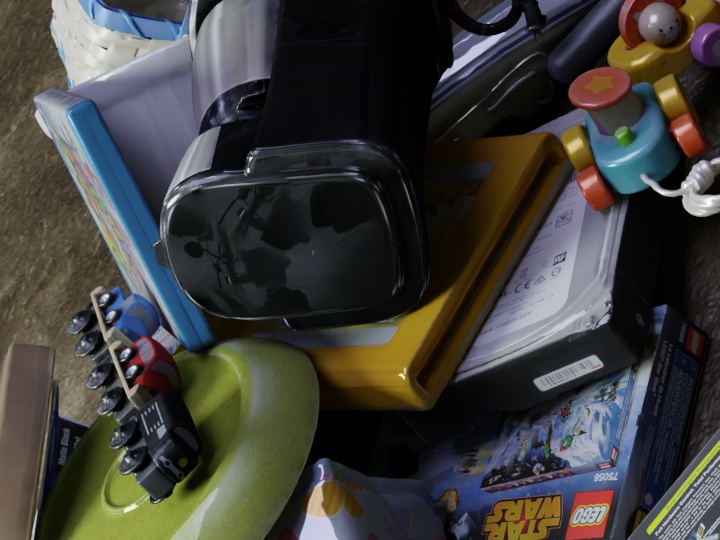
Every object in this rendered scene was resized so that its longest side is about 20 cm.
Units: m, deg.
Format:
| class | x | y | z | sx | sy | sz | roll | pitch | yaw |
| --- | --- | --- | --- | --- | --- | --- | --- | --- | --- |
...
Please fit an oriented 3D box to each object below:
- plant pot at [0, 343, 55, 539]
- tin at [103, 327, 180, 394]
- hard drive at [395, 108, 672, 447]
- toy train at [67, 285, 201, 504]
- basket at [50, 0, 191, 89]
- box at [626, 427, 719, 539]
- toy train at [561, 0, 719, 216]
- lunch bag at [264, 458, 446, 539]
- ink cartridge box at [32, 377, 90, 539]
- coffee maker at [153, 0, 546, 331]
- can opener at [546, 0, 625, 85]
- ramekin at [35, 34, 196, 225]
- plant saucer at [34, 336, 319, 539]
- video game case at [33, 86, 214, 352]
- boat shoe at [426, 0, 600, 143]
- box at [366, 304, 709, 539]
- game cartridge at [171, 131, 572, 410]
| class | x | y | z | sx | sy | sz | roll | pitch | yaw |
| --- | --- | --- | --- | --- | --- | --- | --- | --- | --- |
| plant pot | -0.224 | 0.135 | 1.611 | 0.201 | 0.093 | 0.201 | -172 | 90 | -83 |
| tin | -0.098 | 0.101 | 1.669 | 0.112 | 0.042 | 0.200 | -42 | 38 | 29 |
| hard drive | 0.096 | -0.007 | 1.572 | 0.140 | 0.038 | 0.200 | -24 | 31 | 32 |
| toy train | -0.116 | 0.057 | 1.536 | 0.046 | 0.034 | 0.200 | -41 | 28 | 6 |
| basket | -0.129 | -0.201 | 1.936 | 0.176 | 0.139 | 0.200 | -111 | 30 | -49 |
| box | 0.198 | 0.145 | 1.376 | 0.200 | 0.044 | 0.160 | -52 | 35 | 8 |
| toy train | 0.180 | -0.116 | 1.531 | 0.150 | 0.056 | 0.200 | -2 | 44 | 45 |
| lunch bag | -0.041 | 0.214 | 1.519 | 0.200 | 0.127 | 0.170 | -30 | 63 | 26 |
| ink cartridge box | -0.176 | 0.196 | 1.706 | 0.200 | 0.041 | 0.200 | 106 | 170 | -55 |
| coffee maker | -0.007 | -0.080 | 1.553 | 0.192 | 0.135 | 0.200 | -27 | 33 | 20 |
| can opener | 0.187 | -0.173 | 1.642 | 0.200 | 0.053 | 0.067 | -47 | 4 | 17 |
| ramekin | -0.086 | -0.090 | 1.776 | 0.200 | 0.200 | 0.098 | -21 | 93 | 41 |
| plant saucer | -0.105 | 0.109 | 1.523 | 0.200 | 0.031 | 0.200 | -34 | 32 | 25 |
| video game case | -0.133 | -0.032 | 1.620 | 0.018 | 0.143 | 0.200 | -28 | 10 | -8 |
| boat shoe | 0.081 | -0.114 | 1.701 | 0.200 | 0.062 | 0.072 | -35 | 7 | 6 |
| box | 0.085 | 0.097 | 1.553 | 0.200 | 0.040 | 0.137 | -10 | 56 | 47 |
| game cartridge | 0.000 | 0.000 | 1.599 | 0.200 | 0.032 | 0.176 | -1 | 48 | 45 |
